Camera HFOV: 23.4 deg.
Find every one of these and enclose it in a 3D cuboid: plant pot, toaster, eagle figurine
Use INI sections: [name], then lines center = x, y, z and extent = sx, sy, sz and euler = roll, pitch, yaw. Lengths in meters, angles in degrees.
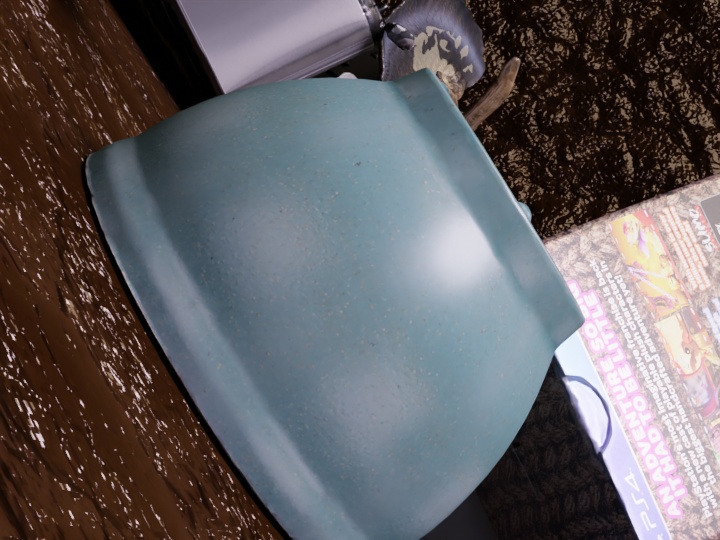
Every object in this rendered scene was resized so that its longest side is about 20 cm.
[plant pot]
center = 0.004, 0.004, 0.684
extent = 0.201, 0.134, 0.200
euler = 58, 4, -6
[toaster]
center = -0.076, -0.199, 1.081
extent = 0.181, 0.118, 0.200
euler = 63, -8, -15
[eagle figurine]
center = 0.035, -0.096, 1.166
extent = 0.200, 0.151, 0.151
euler = -110, 176, -66

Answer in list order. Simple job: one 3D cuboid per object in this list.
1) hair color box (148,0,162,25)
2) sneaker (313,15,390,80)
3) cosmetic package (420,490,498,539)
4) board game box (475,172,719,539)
[hair color box]
center = -0.070, -0.174, 1.281
extent = 0.064, 0.111, 0.200
euler = 60, 5, 35
[sneaker]
center = -0.021, -0.116, 1.261
extent = 0.076, 0.199, 0.088
euler = 51, -39, 28
[cosmetic package]
center = 0.024, 0.068, 0.903
extent = 0.201, 0.074, 0.102
euler = 61, 4, 3
[board game box]
center = 0.148, 0.052, 0.852
extent = 0.097, 0.199, 0.160
euler = -34, -102, 54
